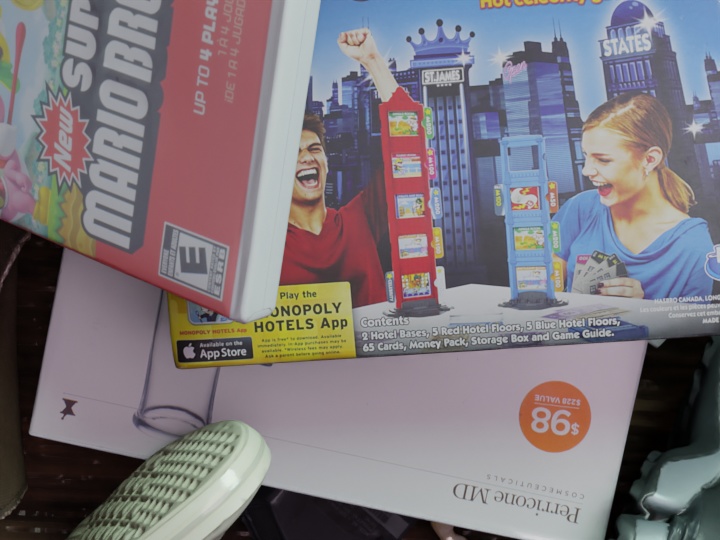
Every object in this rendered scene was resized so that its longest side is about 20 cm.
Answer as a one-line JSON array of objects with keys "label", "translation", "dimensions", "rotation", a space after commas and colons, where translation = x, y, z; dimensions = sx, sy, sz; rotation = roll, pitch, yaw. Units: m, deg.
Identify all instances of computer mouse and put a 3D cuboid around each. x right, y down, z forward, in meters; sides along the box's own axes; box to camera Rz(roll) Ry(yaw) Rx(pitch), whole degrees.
[{"label": "computer mouse", "translation": [-0.039, 0.108, 0.852], "dimensions": [0.200, 0.034, 0.059], "rotation": [-47, 120, -5]}]

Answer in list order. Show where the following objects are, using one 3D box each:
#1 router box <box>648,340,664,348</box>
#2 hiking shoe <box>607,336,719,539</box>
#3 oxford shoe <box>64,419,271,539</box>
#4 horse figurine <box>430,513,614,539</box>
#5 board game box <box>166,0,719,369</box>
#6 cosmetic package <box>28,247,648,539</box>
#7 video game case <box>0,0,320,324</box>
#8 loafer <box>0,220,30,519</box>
[{"label": "router box", "translation": [0.081, -0.093, 0.818], "dimensions": [0.199, 0.049, 0.180], "rotation": [32, 122, -12]}, {"label": "hiking shoe", "translation": [0.150, 0.063, 0.815], "dimensions": [0.086, 0.075, 0.201], "rotation": [26, 59, 10]}, {"label": "oxford shoe", "translation": [-0.086, 0.121, 0.777], "dimensions": [0.058, 0.075, 0.200], "rotation": [40, 118, -6]}, {"label": "horse figurine", "translation": [0.027, 0.155, 0.851], "dimensions": [0.199, 0.050, 0.133], "rotation": [-26, 110, -20]}, {"label": "board game box", "translation": [0.035, -0.078, 0.726], "dimensions": [0.198, 0.062, 0.202], "rotation": [-3, 98, 5]}, {"label": "cosmetic package", "translation": [0.000, 0.000, 0.796], "dimensions": [0.198, 0.052, 0.152], "rotation": [11, 100, 1]}, {"label": "video game case", "translation": [-0.096, -0.083, 0.716], "dimensions": [0.017, 0.199, 0.144], "rotation": [-16, 121, -51]}, {"label": "loafer", "translation": [-0.146, 0.054, 0.804], "dimensions": [0.071, 0.073, 0.201], "rotation": [20, 94, -19]}]
